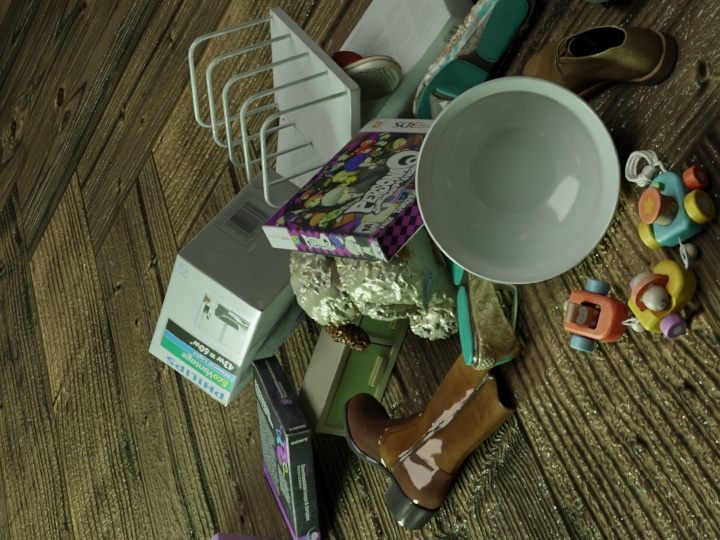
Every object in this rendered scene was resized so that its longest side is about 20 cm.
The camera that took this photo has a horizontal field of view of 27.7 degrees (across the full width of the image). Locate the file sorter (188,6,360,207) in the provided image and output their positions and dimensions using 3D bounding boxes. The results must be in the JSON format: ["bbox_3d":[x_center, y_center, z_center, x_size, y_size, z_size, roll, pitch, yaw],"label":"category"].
[{"bbox_3d":[-0.100,-0.185,1.694,0.200,0.124,0.139,49,151,41],"label":"file sorter"}]

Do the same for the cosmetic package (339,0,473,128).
[{"bbox_3d":[0.055,-0.277,1.757,0.200,0.052,0.151,-52,42,37],"label":"cosmetic package"}]

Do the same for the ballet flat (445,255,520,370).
[{"bbox_3d":[0.128,0.010,1.537,0.071,0.065,0.201,110,154,-65],"label":"ballet flat"}]

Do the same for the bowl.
[{"bbox_3d":[0.153,-0.094,1.449,0.090,0.200,0.202,-77,7,-77],"label":"bowl"}]

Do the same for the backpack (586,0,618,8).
[{"bbox_3d":[0.213,-0.356,1.470,0.167,0.126,0.200,-54,41,28],"label":"backpack"}]

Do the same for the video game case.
[{"bbox_3d":[0.020,-0.089,1.538,0.181,0.036,0.200,8,46,48],"label":"video game case"}]

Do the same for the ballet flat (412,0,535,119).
[{"bbox_3d":[0.129,-0.245,1.635,0.200,0.075,0.064,-50,19,27],"label":"ballet flat"}]

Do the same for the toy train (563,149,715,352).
[{"bbox_3d":[0.245,-0.013,1.349,0.150,0.055,0.201,25,100,53],"label":"toy train"}]

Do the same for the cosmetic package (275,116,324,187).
[{"bbox_3d":[-0.055,-0.133,1.901,0.151,0.052,0.201,-17,65,54],"label":"cosmetic package"}]

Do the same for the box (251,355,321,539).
[{"bbox_3d":[-0.088,0.222,1.754,0.143,0.036,0.201,-121,20,-49],"label":"box"}]

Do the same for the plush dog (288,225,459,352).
[{"bbox_3d":[0.000,0.000,1.591,0.171,0.160,0.201,-22,85,30],"label":"plush dog"}]

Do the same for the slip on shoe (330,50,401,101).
[{"bbox_3d":[-0.015,-0.233,1.731,0.200,0.074,0.061,-6,73,63],"label":"slip on shoe"}]

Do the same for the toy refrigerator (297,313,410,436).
[{"bbox_3d":[-0.002,0.092,1.710,0.070,0.076,0.201,37,110,57],"label":"toy refrigerator"}]

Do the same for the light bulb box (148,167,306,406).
[{"bbox_3d":[-0.139,0.020,1.782,0.198,0.125,0.200,-49,-11,-41],"label":"light bulb box"}]

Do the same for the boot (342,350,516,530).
[{"bbox_3d":[0.069,0.147,1.581,0.200,0.068,0.189,-58,35,28],"label":"boot"}]

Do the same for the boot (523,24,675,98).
[{"bbox_3d":[0.218,-0.215,1.457,0.200,0.075,0.074,-2,77,58],"label":"boot"}]

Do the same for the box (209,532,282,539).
[{"bbox_3d":[-0.176,0.455,1.842,0.200,0.096,0.176,-44,44,42],"label":"box"}]

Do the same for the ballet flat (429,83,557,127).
[{"bbox_3d":[0.150,-0.155,1.557,0.200,0.067,0.064,20,117,48],"label":"ballet flat"}]
